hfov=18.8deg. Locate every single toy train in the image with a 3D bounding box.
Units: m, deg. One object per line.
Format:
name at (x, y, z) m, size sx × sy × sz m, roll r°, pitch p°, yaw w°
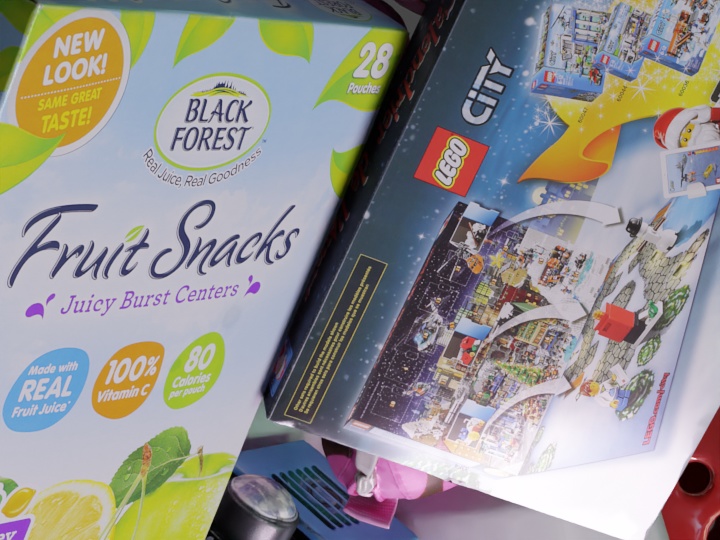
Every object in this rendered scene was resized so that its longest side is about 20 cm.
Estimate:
toy train at (-0.063, 0.161, 0.850) m, size 0.114 × 0.087 × 0.201 m, roll -4°, pitch 126°, yaw -56°

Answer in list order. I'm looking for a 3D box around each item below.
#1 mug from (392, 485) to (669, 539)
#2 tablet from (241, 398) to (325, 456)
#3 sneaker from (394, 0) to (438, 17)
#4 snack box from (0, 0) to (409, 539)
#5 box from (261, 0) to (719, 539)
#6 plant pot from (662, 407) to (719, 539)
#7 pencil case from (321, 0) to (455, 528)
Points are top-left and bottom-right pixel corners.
mug at (0.055, 0.135, 0.913) m, size 0.149 × 0.186 × 0.154 m, roll -19°, pitch 105°, yaw -42°
tablet at (-0.035, 0.035, 0.852) m, size 0.130 × 0.014 × 0.200 m, roll -44°, pitch 148°, yaw -21°
sneaker at (0.046, -0.115, 0.746) m, size 0.199 × 0.095 × 0.079 m, roll 10°, pitch 92°, yaw -47°
snack box at (-0.088, 0.005, 0.622) m, size 0.168 × 0.068 × 0.201 m, roll -6°, pitch 122°, yaw -56°
box at (0.069, -0.023, 0.677) m, size 0.136 × 0.038 × 0.201 m, roll 20°, pitch 111°, yaw -15°
plant pot at (0.195, 0.145, 1.080) m, size 0.200 × 0.182 × 0.201 m, roll -44°, pitch 165°, yaw -15°
pencil case at (0.000, 0.000, 0.770) m, size 0.094 × 0.090 × 0.200 m, roll -52°, pitch 142°, yaw -26°
